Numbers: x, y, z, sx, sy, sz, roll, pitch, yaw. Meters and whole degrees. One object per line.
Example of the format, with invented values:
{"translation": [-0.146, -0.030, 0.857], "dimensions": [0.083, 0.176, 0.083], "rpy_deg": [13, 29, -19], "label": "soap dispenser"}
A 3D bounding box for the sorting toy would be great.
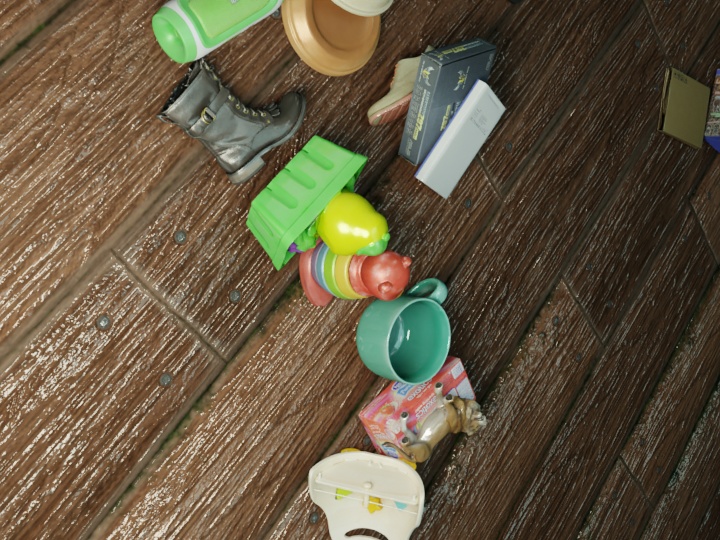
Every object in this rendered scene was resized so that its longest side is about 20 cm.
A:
{"translation": [0.016, 0.421, 1.346], "dimensions": [0.107, 0.199, 0.181], "rpy_deg": [-49, 145, -65], "label": "sorting toy"}

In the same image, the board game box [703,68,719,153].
{"translation": [1.031, -0.429, 2.101], "dimensions": [0.159, 0.097, 0.201], "rpy_deg": [23, 81, -39], "label": "board game box"}

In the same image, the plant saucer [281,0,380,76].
{"translation": [-0.038, -0.425, 1.268], "dimensions": [0.199, 0.037, 0.202], "rpy_deg": [-6, 99, -39], "label": "plant saucer"}

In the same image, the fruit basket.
{"translation": [-0.048, -0.083, 1.194], "dimensions": [0.214, 0.156, 0.217], "rpy_deg": [5, 71, -13], "label": "fruit basket"}

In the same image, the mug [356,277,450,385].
{"translation": [0.079, 0.111, 1.375], "dimensions": [0.184, 0.114, 0.153], "rpy_deg": [-26, 111, -35], "label": "mug"}

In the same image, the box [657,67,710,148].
{"translation": [0.839, -0.418, 1.994], "dimensions": [0.199, 0.021, 0.165], "rpy_deg": [9, 90, -40], "label": "box"}

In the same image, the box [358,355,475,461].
{"translation": [0.108, 0.253, 1.427], "dimensions": [0.200, 0.094, 0.103], "rpy_deg": [-40, 118, -29], "label": "box"}

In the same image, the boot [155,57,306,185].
{"translation": [-0.186, -0.245, 1.147], "dimensions": [0.200, 0.069, 0.174], "rpy_deg": [-53, 125, -19], "label": "boot"}

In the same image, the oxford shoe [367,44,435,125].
{"translation": [0.076, -0.328, 1.367], "dimensions": [0.200, 0.071, 0.074], "rpy_deg": [-40, 89, -25], "label": "oxford shoe"}

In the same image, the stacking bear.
{"translation": [0.000, 0.000, 1.240], "dimensions": [0.121, 0.199, 0.114], "rpy_deg": [-45, 122, -26], "label": "stacking bear"}

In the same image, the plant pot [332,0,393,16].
{"translation": [0.034, -0.529, 1.184], "dimensions": [0.200, 0.183, 0.202], "rpy_deg": [14, 66, -35], "label": "plant pot"}

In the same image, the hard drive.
{"translation": [0.184, -0.235, 1.403], "dimensions": [0.201, 0.025, 0.132], "rpy_deg": [-57, 154, 7], "label": "hard drive"}

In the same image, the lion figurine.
{"translation": [0.129, 0.280, 1.351], "dimensions": [0.199, 0.072, 0.123], "rpy_deg": [-33, 129, -16], "label": "lion figurine"}

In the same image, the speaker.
{"translation": [-0.200, -0.380, 1.111], "dimensions": [0.200, 0.088, 0.089], "rpy_deg": [-42, 119, -28], "label": "speaker"}

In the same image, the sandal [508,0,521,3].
{"translation": [0.345, -0.632, 1.551], "dimensions": [0.075, 0.045, 0.201], "rpy_deg": [26, 79, -38], "label": "sandal"}

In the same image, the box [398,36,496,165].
{"translation": [0.153, -0.299, 1.364], "dimensions": [0.157, 0.051, 0.201], "rpy_deg": [-26, 143, -38], "label": "box"}
